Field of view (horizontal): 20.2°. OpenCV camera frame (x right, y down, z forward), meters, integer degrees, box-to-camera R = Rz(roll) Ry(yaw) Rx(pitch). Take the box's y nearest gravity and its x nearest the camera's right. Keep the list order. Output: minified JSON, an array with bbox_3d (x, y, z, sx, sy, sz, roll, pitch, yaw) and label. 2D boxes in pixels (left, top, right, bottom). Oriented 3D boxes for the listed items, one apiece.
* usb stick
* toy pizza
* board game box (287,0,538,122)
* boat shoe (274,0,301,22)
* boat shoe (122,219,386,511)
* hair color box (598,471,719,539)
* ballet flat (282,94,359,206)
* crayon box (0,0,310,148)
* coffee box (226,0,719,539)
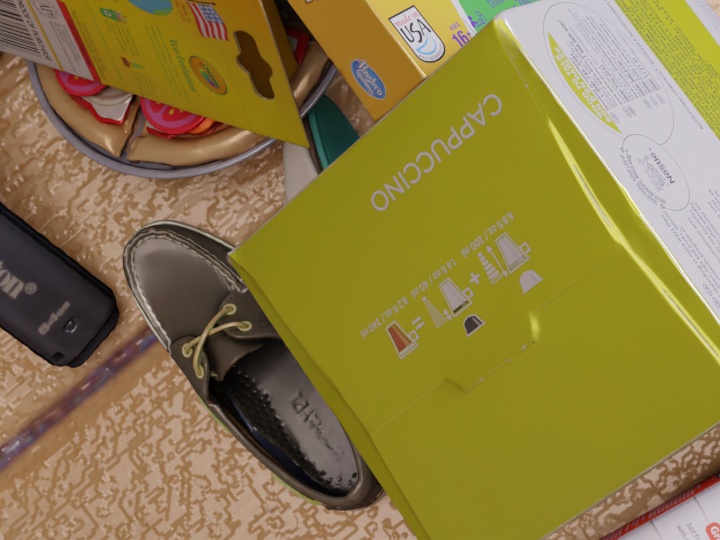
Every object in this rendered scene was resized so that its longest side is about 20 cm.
[{"bbox_3d":[-0.212,-0.017,1.076,0.200,0.033,0.055,41,82,-32],"label":"usb stick"},{"bbox_3d":[-0.096,-0.148,1.094,0.200,0.032,0.201,-5,73,18],"label":"toy pizza"},{"bbox_3d":[0.002,-0.184,0.960,0.200,0.153,0.040,53,135,2],"label":"board game box"},{"bbox_3d":[-0.087,-0.187,1.045,0.200,0.076,0.072,20,70,19],"label":"boat shoe"},{"bbox_3d":[-0.058,0.049,1.092,0.072,0.060,0.202,-44,82,6],"label":"boat shoe"},{"bbox_3d":[0.148,0.186,1.052,0.200,0.061,0.102,-30,83,9],"label":"hair color box"},{"bbox_3d":[0.000,0.000,1.087,0.069,0.069,0.200,-33,84,7],"label":"ballet flat"},{"bbox_3d":[-0.112,-0.139,1.008,0.200,0.127,0.051,20,64,23],"label":"crayon box"},{"bbox_3d":[0.100,-0.001,0.965,0.200,0.198,0.200,-40,81,35],"label":"coffee box"}]
